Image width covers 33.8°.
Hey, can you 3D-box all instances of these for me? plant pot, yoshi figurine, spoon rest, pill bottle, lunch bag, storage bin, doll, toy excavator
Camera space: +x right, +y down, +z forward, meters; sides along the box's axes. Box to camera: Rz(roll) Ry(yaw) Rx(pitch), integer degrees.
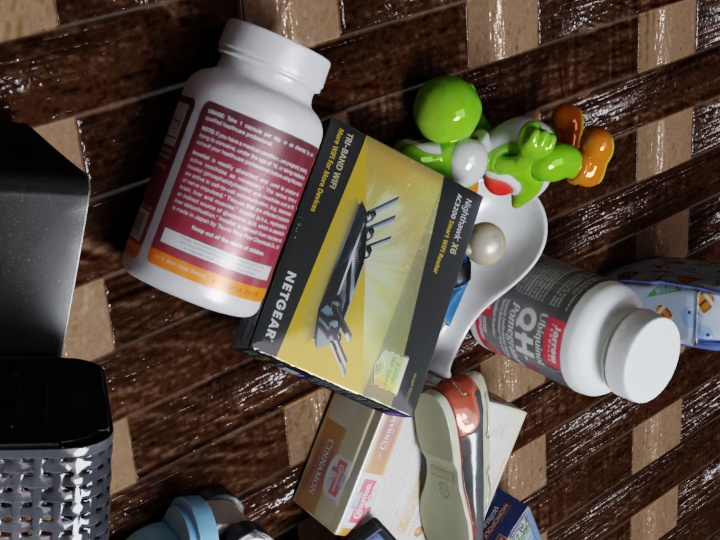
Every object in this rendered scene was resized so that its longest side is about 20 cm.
[{"bbox_3d":[-0.285,0.012,0.714,0.175,0.199,0.203,6,102,-30],"label":"plant pot"},{"bbox_3d":[0.124,-0.128,1.064,0.197,0.112,0.114,-4,71,-22],"label":"yoshi figurine"},{"bbox_3d":[0.109,0.007,1.127,0.061,0.098,0.203,-28,141,-85],"label":"spoon rest"},{"bbox_3d":[0.205,0.054,1.145,0.109,0.199,0.113,-15,115,-35],"label":"pill bottle"},{"bbox_3d":[0.372,0.033,1.284,0.158,0.199,0.077,-11,104,-37],"label":"lunch bag"},{"bbox_3d":[-0.226,0.106,0.589,0.196,0.135,0.096,3,103,-16],"label":"storage bin"},{"bbox_3d":[0.045,0.000,1.060,0.197,0.048,0.139,-18,95,-26],"label":"doll"},{"bbox_3d":[-0.183,0.285,0.976,0.197,0.100,0.198,1,103,-28],"label":"toy excavator"},{"bbox_3d":[-0.095,-0.077,0.891,0.112,0.112,0.203,19,94,-43],"label":"pill bottle"}]

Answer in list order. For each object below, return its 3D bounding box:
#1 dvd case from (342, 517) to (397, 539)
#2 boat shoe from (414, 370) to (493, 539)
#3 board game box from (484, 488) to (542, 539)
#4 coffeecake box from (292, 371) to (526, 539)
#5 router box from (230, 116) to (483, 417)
[{"bbox_3d":[-0.003,0.320,1.132,0.142,0.018,0.201,-36,138,-1],"label":"dvd case"},{"bbox_3d":[0.093,0.191,1.090,0.062,0.071,0.204,-22,116,-35],"label":"boat shoe"},{"bbox_3d":[0.150,0.376,1.312,0.201,0.061,0.200,-52,131,-13],"label":"board game box"},{"bbox_3d":[0.051,0.178,1.142,0.198,0.073,0.156,20,94,-44],"label":"coffeecake box"},{"bbox_3d":[0.000,0.000,0.983,0.155,0.052,0.203,24,76,-22],"label":"router box"}]
